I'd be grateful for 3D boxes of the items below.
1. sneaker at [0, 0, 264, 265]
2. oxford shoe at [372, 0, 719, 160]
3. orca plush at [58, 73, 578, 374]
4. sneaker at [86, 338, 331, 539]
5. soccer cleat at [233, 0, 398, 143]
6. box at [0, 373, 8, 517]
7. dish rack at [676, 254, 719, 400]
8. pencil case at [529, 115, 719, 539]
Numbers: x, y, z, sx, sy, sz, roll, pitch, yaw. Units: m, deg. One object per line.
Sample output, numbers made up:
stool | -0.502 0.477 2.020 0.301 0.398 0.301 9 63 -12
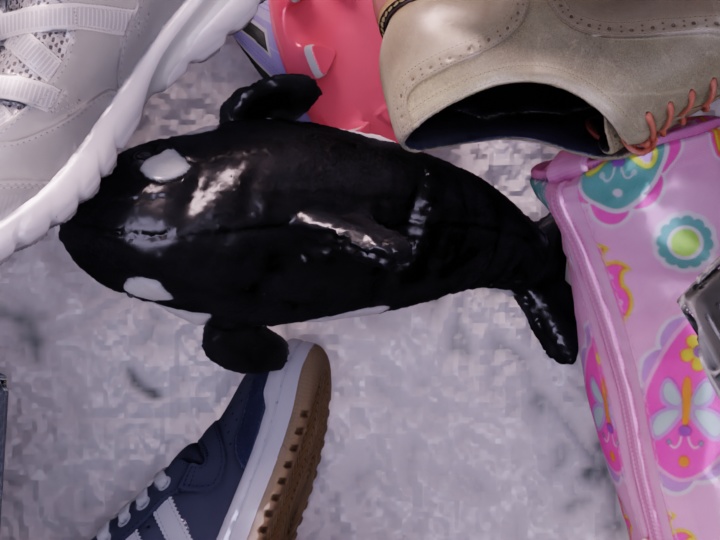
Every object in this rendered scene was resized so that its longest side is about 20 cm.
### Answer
sneaker | -0.108 -0.071 0.898 0.082 0.075 0.200 46 70 -16
oxford shoe | 0.104 -0.068 0.924 0.199 0.071 0.075 -3 62 5
orca plush | 0.000 0.000 0.939 0.199 0.071 0.106 22 96 -30
sneaker | -0.088 0.107 0.998 0.108 0.070 0.201 20 88 12
soccer cleat | -0.040 -0.117 0.991 0.067 0.076 0.201 -39 106 -34
box | -0.177 0.125 0.962 0.051 0.158 0.201 1 94 -28
dish rack | 0.184 0.030 0.918 0.054 0.200 0.154 -32 92 35
pencil case | 0.121 0.047 0.971 0.087 0.087 0.201 -13 92 5
